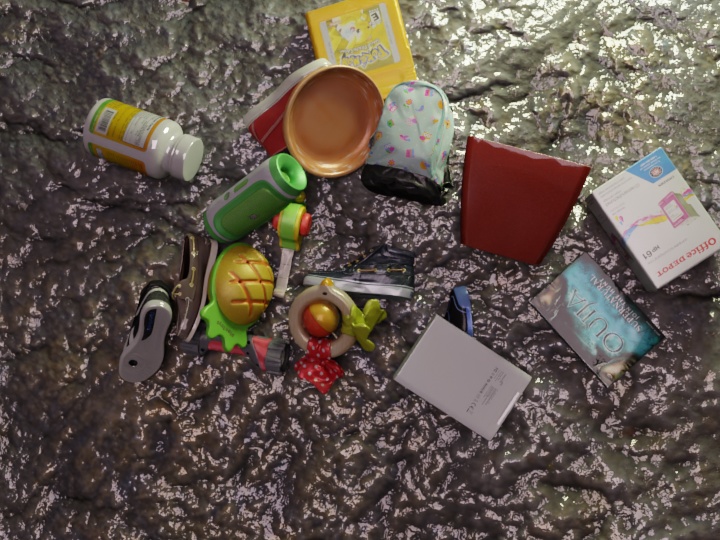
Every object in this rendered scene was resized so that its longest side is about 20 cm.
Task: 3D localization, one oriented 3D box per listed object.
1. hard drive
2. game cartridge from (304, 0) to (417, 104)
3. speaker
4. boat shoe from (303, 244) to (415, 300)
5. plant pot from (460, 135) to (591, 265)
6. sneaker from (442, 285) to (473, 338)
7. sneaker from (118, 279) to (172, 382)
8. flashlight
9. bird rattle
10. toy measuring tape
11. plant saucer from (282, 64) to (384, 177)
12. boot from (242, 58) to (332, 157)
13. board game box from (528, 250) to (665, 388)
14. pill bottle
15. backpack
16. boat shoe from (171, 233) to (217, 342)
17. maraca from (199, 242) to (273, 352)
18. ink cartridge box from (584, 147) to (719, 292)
[{"bbox_3d":[0.173,0.182,1.392,0.199,0.027,0.132,33,92,-7],"label":"hard drive"},{"bbox_3d":[0.003,-0.404,1.515,0.175,0.032,0.201,-15,83,6],"label":"game cartridge"},{"bbox_3d":[-0.190,-0.126,1.456,0.200,0.088,0.089,-31,81,31],"label":"speaker"},{"bbox_3d":[0.000,0.000,1.470,0.199,0.071,0.092,5,78,5],"label":"boat shoe"},{"bbox_3d":[0.259,-0.115,1.386,0.199,0.200,0.177,16,99,8],"label":"plant pot"},{"bbox_3d":[0.156,0.127,1.433,0.077,0.070,0.201,-1,87,0],"label":"sneaker"},{"bbox_3d":[-0.389,0.105,1.511,0.073,0.112,0.201,18,122,-20],"label":"sneaker"},{"bbox_3d":[-0.228,0.144,1.488,0.199,0.068,0.068,7,47,11],"label":"flashlight"},{"bbox_3d":[-0.055,0.105,1.434,0.200,0.113,0.163,-40,88,28],"label":"bird rattle"},{"bbox_3d":[-0.133,-0.051,1.485,0.073,0.074,0.201,12,87,8],"label":"toy measuring tape"},{"bbox_3d":[-0.050,-0.267,1.458,0.199,0.037,0.201,-12,117,-25],"label":"plant saucer"},{"bbox_3d":[-0.102,-0.277,1.493,0.200,0.072,0.145,-38,82,18],"label":"boot"},{"bbox_3d":[0.409,0.085,1.424,0.135,0.028,0.200,-42,82,2],"label":"board game box"},{"bbox_3d":[-0.398,-0.236,1.514,0.199,0.111,0.112,20,88,8],"label":"pill bottle"},{"bbox_3d":[0.096,-0.229,1.442,0.166,0.127,0.201,15,84,12],"label":"backpack"},{"bbox_3d":[-0.308,0.029,1.474,0.059,0.072,0.201,20,65,-26],"label":"boat shoe"},{"bbox_3d":[-0.218,0.045,1.448,0.107,0.137,0.201,-12,49,40],"label":"maraca"},{"bbox_3d":[0.503,-0.084,1.397,0.144,0.085,0.201,-33,83,3],"label":"ink cartridge box"}]
